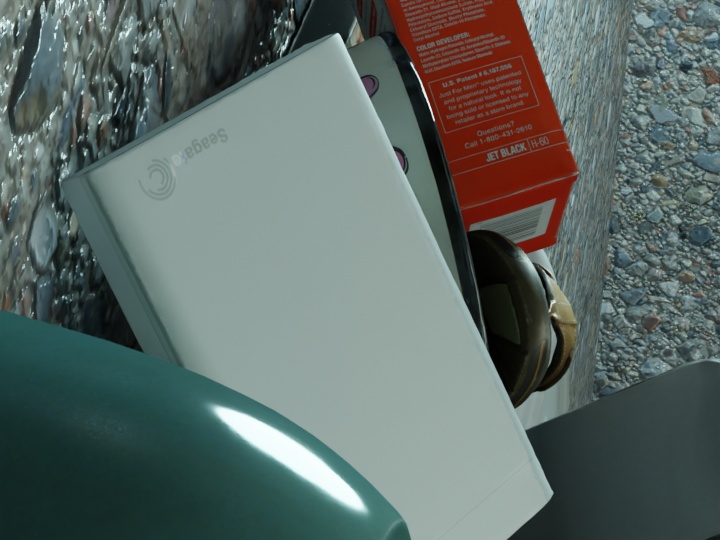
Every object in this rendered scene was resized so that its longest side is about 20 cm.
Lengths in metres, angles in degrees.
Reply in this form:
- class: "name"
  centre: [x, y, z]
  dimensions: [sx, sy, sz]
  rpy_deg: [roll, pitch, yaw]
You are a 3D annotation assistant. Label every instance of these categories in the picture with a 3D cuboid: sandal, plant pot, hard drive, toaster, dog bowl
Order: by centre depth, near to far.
- class: "plant pot"
  centre: [-0.075, 0.113, 0.517]
  dimensions: [0.200, 0.159, 0.203]
  rpy_deg: [10, 90, -78]
- class: "hard drive"
  centre: [-0.013, 0.029, 0.718]
  dimensions: [0.132, 0.026, 0.201]
  rpy_deg: [-34, 103, -39]
- class: "dog bowl"
  centre: [0.000, 0.000, 0.861]
  dimensions: [0.200, 0.073, 0.202]
  rpy_deg: [167, -90, -84]
- class: "sandal"
  centre: [0.070, 0.033, 0.889]
  dimensions: [0.200, 0.054, 0.082]
  rpy_deg: [93, -17, -71]
- class: "toaster"
  centre: [0.138, 0.159, 0.903]
  dimensions: [0.181, 0.199, 0.119]
  rpy_deg: [51, 22, -39]

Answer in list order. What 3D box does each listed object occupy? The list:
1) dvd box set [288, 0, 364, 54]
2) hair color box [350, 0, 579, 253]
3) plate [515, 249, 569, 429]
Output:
- class: "dvd box set"
  centre: [-0.006, -0.072, 1.054]
  dimensions: [0.147, 0.029, 0.201]
  rpy_deg: [-69, 164, -46]
- class: "hair color box"
  centre: [0.038, -0.110, 0.906]
  dimensions: [0.102, 0.061, 0.202]
  rpy_deg: [93, -20, -73]
- class: "plate"
  centre: [0.084, 0.114, 1.069]
  dimensions: [0.200, 0.032, 0.201]
  rpy_deg: [80, 24, -60]
